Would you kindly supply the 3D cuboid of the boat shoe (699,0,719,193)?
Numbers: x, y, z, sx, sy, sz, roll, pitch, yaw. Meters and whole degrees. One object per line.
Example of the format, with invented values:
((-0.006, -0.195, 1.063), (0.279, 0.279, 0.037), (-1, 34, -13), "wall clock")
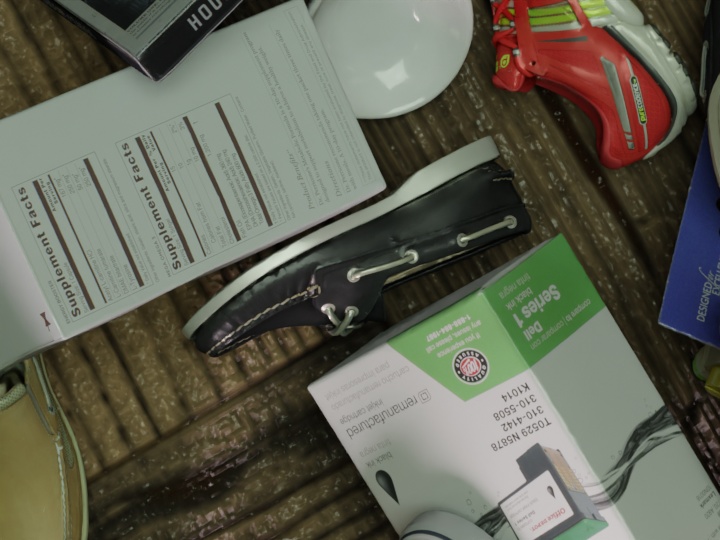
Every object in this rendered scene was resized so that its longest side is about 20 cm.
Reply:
((0.217, -0.103, 1.300), (0.072, 0.063, 0.202), (3, 65, -1), "boat shoe")

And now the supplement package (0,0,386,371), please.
((-0.109, -0.043, 1.233), (0.199, 0.114, 0.110), (-26, 91, -30), "supplement package")

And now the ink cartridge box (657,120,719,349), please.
((0.272, -0.013, 1.293), (0.199, 0.047, 0.199), (25, 50, -7), "ink cartridge box")

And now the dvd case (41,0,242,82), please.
((-0.095, -0.180, 1.237), (0.150, 0.200, 0.025), (-45, 126, -6), "dvd case")

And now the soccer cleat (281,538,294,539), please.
((0.009, 0.219, 1.306), (0.199, 0.067, 0.077), (33, 123, -13), "soccer cleat")

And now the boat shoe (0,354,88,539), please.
((-0.192, 0.072, 1.271), (0.071, 0.076, 0.202), (-17, 91, -7), "boat shoe")

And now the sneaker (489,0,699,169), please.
((0.096, -0.138, 1.313), (0.085, 0.077, 0.200), (-43, 93, -1), "sneaker")

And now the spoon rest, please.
((0.017, -0.166, 1.273), (0.098, 0.061, 0.201), (-4, 123, -15), "spoon rest")

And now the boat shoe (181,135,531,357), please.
((0.000, 0.000, 1.300), (0.199, 0.074, 0.061), (-30, 87, -15), "boat shoe")

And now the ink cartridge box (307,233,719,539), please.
((0.089, 0.105, 1.263), (0.084, 0.146, 0.201), (-33, 92, -47), "ink cartridge box")

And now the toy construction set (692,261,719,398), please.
((0.226, 0.098, 1.311), (0.130, 0.092, 0.202), (8, 91, -18), "toy construction set")

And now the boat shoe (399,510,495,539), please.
((0.067, 0.221, 1.237), (0.066, 0.072, 0.201), (-34, 104, -46), "boat shoe")
